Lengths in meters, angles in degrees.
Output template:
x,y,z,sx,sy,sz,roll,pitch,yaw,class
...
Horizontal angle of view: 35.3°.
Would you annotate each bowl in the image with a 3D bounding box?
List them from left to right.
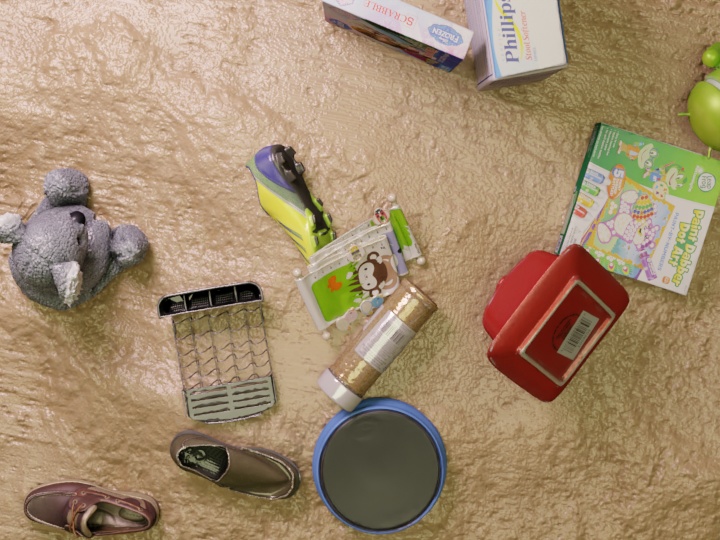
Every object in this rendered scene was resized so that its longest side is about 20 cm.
x,y,z,sx,sy,sz,roll,pitch,yaw,class
0.029,0.288,1.652,0.198,0.039,0.203,0,95,-1,bowl

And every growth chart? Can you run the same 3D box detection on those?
x,y,z,sx,sy,sz,roll,pitch,yaw,class
0.000,0.000,1.614,0.199,0.018,0.145,-36,120,-4,growth chart

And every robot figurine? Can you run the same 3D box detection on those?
x,y,z,sx,sy,sz,roll,pitch,yaw,class
0.545,-0.245,1.579,0.199,0.116,0.176,-35,93,2,robot figurine

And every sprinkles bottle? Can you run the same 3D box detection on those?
x,y,z,sx,sy,sz,roll,pitch,yaw,class
0.025,0.107,1.623,0.068,0.068,0.200,40,93,-4,sprinkles bottle

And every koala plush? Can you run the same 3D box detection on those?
x,y,z,sx,sy,sz,roll,pitch,yaw,class
-0.415,-0.024,1.539,0.177,0.200,0.184,43,93,-4,koala plush

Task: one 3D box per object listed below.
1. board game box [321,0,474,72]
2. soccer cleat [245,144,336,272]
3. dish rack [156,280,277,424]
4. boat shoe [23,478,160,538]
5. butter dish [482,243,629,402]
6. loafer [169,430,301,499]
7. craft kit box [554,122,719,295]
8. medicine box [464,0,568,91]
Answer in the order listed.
x,y,z,sx,sy,sz,roll,pitch,yaw,class
0.047,-0.330,1.524,0.198,0.200,0.041,22,94,-2,board game box
-0.099,-0.083,1.619,0.083,0.065,0.202,-19,101,32,soccer cleat
-0.200,0.121,1.628,0.152,0.055,0.202,-9,95,1,dish rack
-0.393,0.350,1.633,0.198,0.072,0.073,9,94,-2,boat shoe
0.247,0.054,1.591,0.201,0.148,0.199,-53,134,1,butter dish
-0.183,0.289,1.633,0.198,0.070,0.076,15,94,-2,loafer
0.403,-0.088,1.627,0.196,0.049,0.202,16,94,-5,craft kit box
0.202,-0.346,1.523,0.102,0.200,0.184,-9,95,0,medicine box
